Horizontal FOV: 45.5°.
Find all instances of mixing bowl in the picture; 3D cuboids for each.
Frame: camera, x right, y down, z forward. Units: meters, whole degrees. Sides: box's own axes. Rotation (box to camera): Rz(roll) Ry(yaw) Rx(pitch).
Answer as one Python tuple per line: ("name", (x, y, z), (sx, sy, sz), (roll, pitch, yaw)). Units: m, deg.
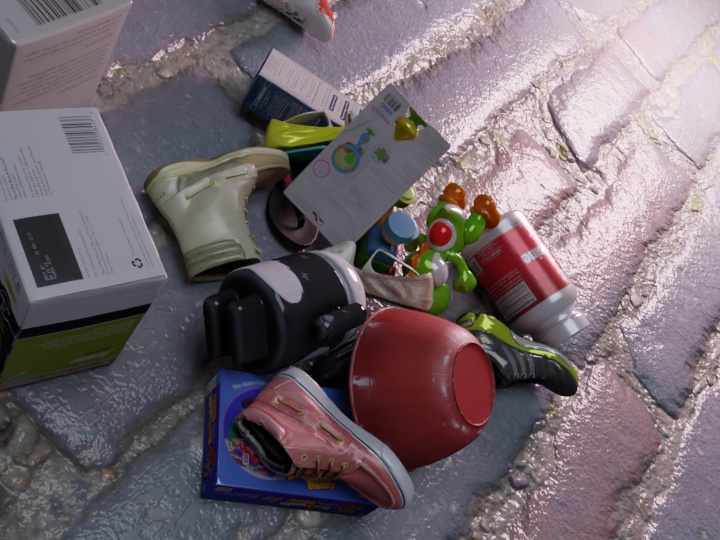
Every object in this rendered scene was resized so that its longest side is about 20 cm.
("mixing bowl", (0.088, 0.137, 1.005), (0.200, 0.108, 0.201), (14, 72, -51))

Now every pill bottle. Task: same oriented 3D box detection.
("pill bottle", (0.244, 0.020, 1.263), (0.112, 0.112, 0.200), (-23, 75, -42))

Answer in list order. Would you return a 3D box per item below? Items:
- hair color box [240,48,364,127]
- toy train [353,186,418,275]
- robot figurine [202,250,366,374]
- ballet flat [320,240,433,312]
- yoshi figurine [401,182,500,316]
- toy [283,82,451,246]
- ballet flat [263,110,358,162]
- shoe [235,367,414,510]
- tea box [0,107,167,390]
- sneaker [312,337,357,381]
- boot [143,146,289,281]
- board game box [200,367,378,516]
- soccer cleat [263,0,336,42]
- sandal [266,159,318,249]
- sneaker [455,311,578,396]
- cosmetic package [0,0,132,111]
("hair color box", (-0.065, -0.227, 1.242), (0.200, 0.061, 0.100), (31, 35, -13))
("toy train", (0.036, -0.088, 1.189), (0.084, 0.116, 0.201), (24, 49, -19))
("robot figurine", (-0.084, 0.048, 0.986), (0.200, 0.125, 0.150), (-17, 58, -46))
("ballet flat", (0.000, 0.000, 1.102), (0.199, 0.068, 0.068), (16, 5, -1))
("yoshi figurine", (0.112, -0.016, 1.195), (0.112, 0.112, 0.200), (42, 66, -16))
("toy", (0.010, -0.132, 1.125), (0.115, 0.200, 0.047), (46, 14, 3))
("ballet flat", (-0.032, -0.185, 1.170), (0.199, 0.067, 0.067), (-2, 75, -6))
("shoe", (-0.039, 0.200, 0.913), (0.200, 0.072, 0.091), (44, 47, 6))
("tea box", (-0.311, -0.020, 0.846), (0.133, 0.197, 0.201), (-12, 68, -38))
("sneaker", (0.033, 0.120, 1.078), (0.200, 0.074, 0.088), (-16, 75, -41))
("boot", (-0.153, -0.071, 1.079), (0.199, 0.072, 0.155), (-17, 70, -35))
("board game box", (-0.075, 0.195, 0.967), (0.199, 0.045, 0.135), (15, 53, -26))
("soccer cleat", (-0.115, -0.434, 1.363), (0.085, 0.069, 0.200), (-26, 74, -34))
("sandal", (-0.081, -0.117, 1.178), (0.075, 0.045, 0.201), (23, 50, -22))
("sneaker", (0.214, 0.137, 1.201), (0.199, 0.074, 0.081), (26, 58, -10))
("cosmetic package", (-0.392, -0.268, 0.958), (0.165, 0.200, 0.165), (48, 46, 2))
